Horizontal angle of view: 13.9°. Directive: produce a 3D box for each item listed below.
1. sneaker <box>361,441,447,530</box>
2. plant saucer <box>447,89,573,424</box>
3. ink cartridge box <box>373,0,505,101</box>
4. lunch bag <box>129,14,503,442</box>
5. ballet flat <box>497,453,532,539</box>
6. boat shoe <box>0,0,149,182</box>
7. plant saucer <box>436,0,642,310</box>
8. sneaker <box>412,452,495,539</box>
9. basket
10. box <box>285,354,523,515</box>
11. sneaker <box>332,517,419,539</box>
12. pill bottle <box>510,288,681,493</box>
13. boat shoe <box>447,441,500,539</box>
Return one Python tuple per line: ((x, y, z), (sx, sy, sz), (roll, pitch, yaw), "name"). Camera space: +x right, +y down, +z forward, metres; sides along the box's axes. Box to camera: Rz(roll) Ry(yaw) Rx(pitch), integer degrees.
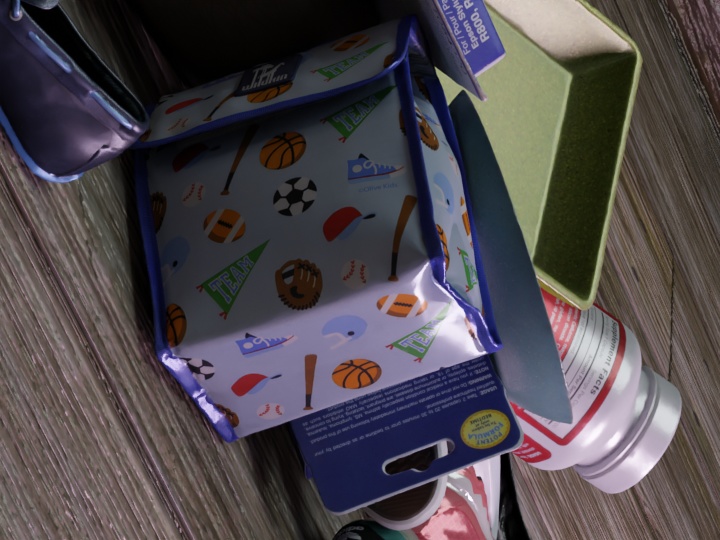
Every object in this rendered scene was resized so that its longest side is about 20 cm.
((0.004, 0.069, 1.708), (0.201, 0.073, 0.085), (64, 5, 31), "sneaker")
((0.074, -0.002, 1.690), (0.200, 0.036, 0.201), (162, -90, -89), "plant saucer")
((0.016, -0.206, 1.648), (0.197, 0.043, 0.200), (64, -8, -22), "ink cartridge box")
((-0.030, -0.038, 1.586), (0.124, 0.169, 0.201), (59, 19, -50), "lunch bag")
((0.099, 0.158, 1.997), (0.066, 0.056, 0.201), (16, 55, -71), "ballet flat")
((-0.166, -0.139, 1.426), (0.084, 0.068, 0.200), (-91, 156, -51), "boat shoe")
((0.083, -0.100, 1.850), (0.200, 0.048, 0.201), (34, 57, -35), "plant saucer")
((0.065, 0.202, 1.836), (0.200, 0.073, 0.087), (53, 35, -36), "sneaker")
((-0.063, -0.163, 1.703), (0.180, 0.136, 0.200), (35, -17, 36), "basket")
((0.001, 0.033, 1.649), (0.032, 0.120, 0.201), (87, -17, -67), "box")
((0.031, 0.234, 1.646), (0.201, 0.071, 0.080), (63, 15, 6), "sneaker")
((0.108, 0.058, 1.925), (0.200, 0.112, 0.113), (35, 28, -19), "pill bottle")
((0.051, 0.117, 1.866), (0.201, 0.067, 0.072), (81, 12, -45), "boat shoe")
